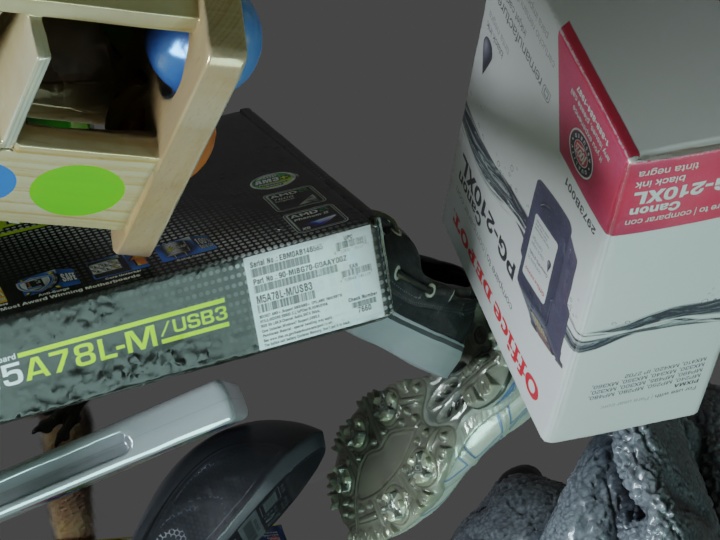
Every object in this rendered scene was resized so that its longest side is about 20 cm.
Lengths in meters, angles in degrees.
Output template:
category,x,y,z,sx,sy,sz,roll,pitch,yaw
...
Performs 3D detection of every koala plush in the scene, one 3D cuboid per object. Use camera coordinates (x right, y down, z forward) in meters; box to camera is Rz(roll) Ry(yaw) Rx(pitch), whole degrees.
category,x,y,z,sx,sy,sz,roll,pitch,yaw
koala plush,0.123,0.168,1.217,0.199,0.185,0.177,-28,148,26

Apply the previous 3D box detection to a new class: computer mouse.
category,x,y,z,sx,sy,sz,roll,pitch,yaw
computer mouse,-0.100,0.144,1.080,0.200,0.053,0.139,-46,167,-16

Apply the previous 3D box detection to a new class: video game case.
category,x,y,z,sx,sy,sz,roll,pitch,yaw
video game case,-0.141,0.095,0.987,0.181,0.023,0.200,-23,177,-3

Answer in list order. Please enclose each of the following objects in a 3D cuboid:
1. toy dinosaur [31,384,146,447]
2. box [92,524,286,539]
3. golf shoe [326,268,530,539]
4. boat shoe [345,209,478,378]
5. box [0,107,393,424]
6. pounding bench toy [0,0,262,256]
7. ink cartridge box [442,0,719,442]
category,x,y,z,sx,sy,sz,roll,pitch,yaw
toy dinosaur,-0.124,0.028,0.978,0.199,0.048,0.088,-18,138,-15
box,-0.133,0.194,1.171,0.199,0.065,0.070,0,138,-30
golf shoe,0.061,0.080,1.133,0.097,0.079,0.200,2,139,-42
boat shoe,0.000,0.000,0.991,0.057,0.068,0.200,-62,150,-1
box,-0.109,-0.004,0.824,0.199,0.193,0.048,-15,113,-13
pounding bench toy,-0.131,-0.072,0.741,0.155,0.125,0.200,5,148,-21
ink cartridge box,0.109,-0.040,0.937,0.084,0.145,0.201,-11,143,-16
